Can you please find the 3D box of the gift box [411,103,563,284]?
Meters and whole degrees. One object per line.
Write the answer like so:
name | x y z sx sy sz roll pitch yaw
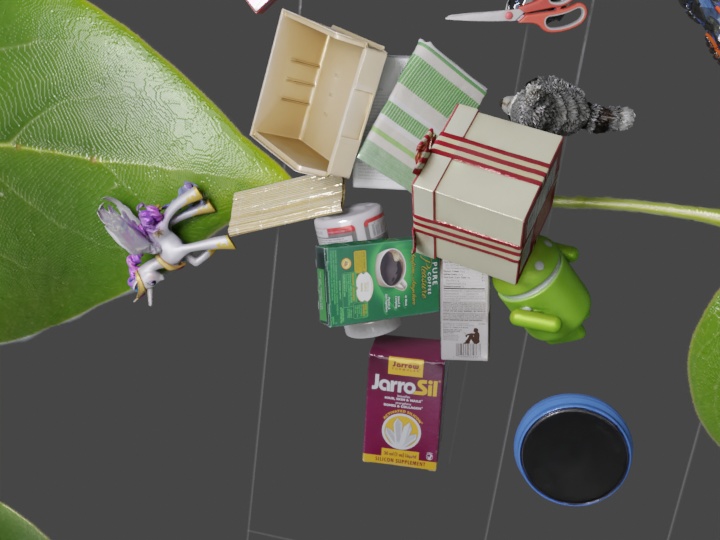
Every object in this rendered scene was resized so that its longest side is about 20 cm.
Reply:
gift box | 0.161 -0.104 1.147 0.186 0.200 0.185 21 147 19

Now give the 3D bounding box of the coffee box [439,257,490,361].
coffee box | 0.168 0.030 1.300 0.079 0.113 0.201 0 105 10

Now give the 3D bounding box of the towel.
towel | 0.094 -0.223 1.220 0.152 0.023 0.201 28 90 -34

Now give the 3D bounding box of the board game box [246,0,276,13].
board game box | -0.131 -0.517 1.233 0.200 0.040 0.153 -37 97 18

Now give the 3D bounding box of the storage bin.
storage bin | -0.065 -0.260 1.210 0.093 0.199 0.201 6 111 -33

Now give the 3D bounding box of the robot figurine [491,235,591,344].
robot figurine | 0.279 0.028 1.262 0.115 0.176 0.200 -14 127 42

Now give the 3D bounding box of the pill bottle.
pill bottle | 0.000 0.000 1.320 0.113 0.114 0.201 -9 104 12

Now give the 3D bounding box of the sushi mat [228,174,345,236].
sushi mat | -0.120 -0.113 1.328 0.199 0.096 0.012 -12 140 13

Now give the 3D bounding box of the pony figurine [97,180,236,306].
pony figurine | -0.337 -0.060 1.358 0.199 0.167 0.194 -31 107 1

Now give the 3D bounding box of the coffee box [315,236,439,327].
coffee box | 0.030 0.014 1.247 0.199 0.044 0.124 -8 101 -27

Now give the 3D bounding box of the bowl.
bowl | 0.362 0.309 1.384 0.199 0.039 0.202 3 106 9

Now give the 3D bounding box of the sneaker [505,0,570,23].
sneaker | 0.218 -0.429 1.179 0.199 0.073 0.112 30 107 -1

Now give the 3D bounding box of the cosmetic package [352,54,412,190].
cosmetic package | 0.043 -0.232 1.268 0.101 0.071 0.201 4 107 8

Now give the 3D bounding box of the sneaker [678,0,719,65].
sneaker | 0.511 -0.378 1.151 0.078 0.075 0.200 -35 105 8

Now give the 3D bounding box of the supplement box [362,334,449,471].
supplement box | 0.078 0.221 1.375 0.130 0.103 0.201 5 106 9

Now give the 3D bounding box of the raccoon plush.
raccoon plush | 0.304 -0.237 1.186 0.199 0.134 0.097 -4 104 11

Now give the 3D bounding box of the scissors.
scissors | 0.225 -0.360 1.164 0.199 0.014 0.073 -17 118 3
